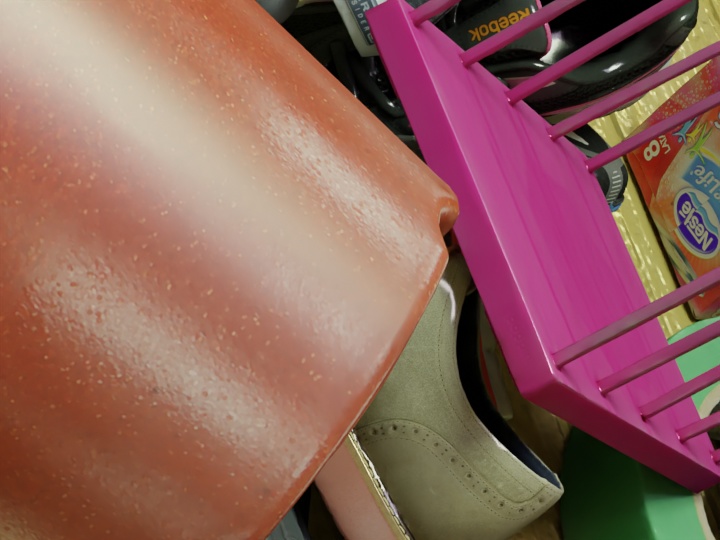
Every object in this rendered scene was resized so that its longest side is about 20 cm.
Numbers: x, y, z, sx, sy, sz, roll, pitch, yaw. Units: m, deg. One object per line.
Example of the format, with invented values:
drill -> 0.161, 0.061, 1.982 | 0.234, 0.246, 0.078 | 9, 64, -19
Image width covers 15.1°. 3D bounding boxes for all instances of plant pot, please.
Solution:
plant pot -> -0.095, -0.019, 0.649 | 0.195, 0.201, 0.201 | 38, 40, -11

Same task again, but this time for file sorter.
file sorter -> 0.114, -0.028, 0.913 | 0.200, 0.125, 0.139 | 30, 35, -64

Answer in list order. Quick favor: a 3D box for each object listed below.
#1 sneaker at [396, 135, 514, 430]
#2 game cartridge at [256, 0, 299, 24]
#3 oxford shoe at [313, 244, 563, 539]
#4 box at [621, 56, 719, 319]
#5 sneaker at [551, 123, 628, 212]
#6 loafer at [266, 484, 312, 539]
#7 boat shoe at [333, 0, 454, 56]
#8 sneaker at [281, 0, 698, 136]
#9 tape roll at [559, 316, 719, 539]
sneaker -> 0.005, 0.044, 0.941 | 0.082, 0.077, 0.200 | 5, 64, -14
game cartridge -> -0.116, -0.140, 0.898 | 0.200, 0.133, 0.041 | 22, 78, 16
oxford shoe -> 0.000, 0.000, 0.872 | 0.200, 0.074, 0.071 | 64, 14, 1
box -> 0.227, -0.038, 1.182 | 0.200, 0.103, 0.095 | 3, 56, -39
sneaker -> 0.043, -0.106, 1.082 | 0.200, 0.083, 0.071 | 58, 31, 11
loafer -> -0.048, 0.097, 0.851 | 0.070, 0.068, 0.201 | 15, 43, -26
boat shoe -> 0.024, -0.139, 0.973 | 0.200, 0.091, 0.071 | -107, 173, -63
sneaker -> 0.034, -0.083, 0.999 | 0.200, 0.086, 0.080 | -20, 86, -18
tape roll -> 0.169, 0.114, 1.045 | 0.200, 0.048, 0.200 | 24, 44, -26
